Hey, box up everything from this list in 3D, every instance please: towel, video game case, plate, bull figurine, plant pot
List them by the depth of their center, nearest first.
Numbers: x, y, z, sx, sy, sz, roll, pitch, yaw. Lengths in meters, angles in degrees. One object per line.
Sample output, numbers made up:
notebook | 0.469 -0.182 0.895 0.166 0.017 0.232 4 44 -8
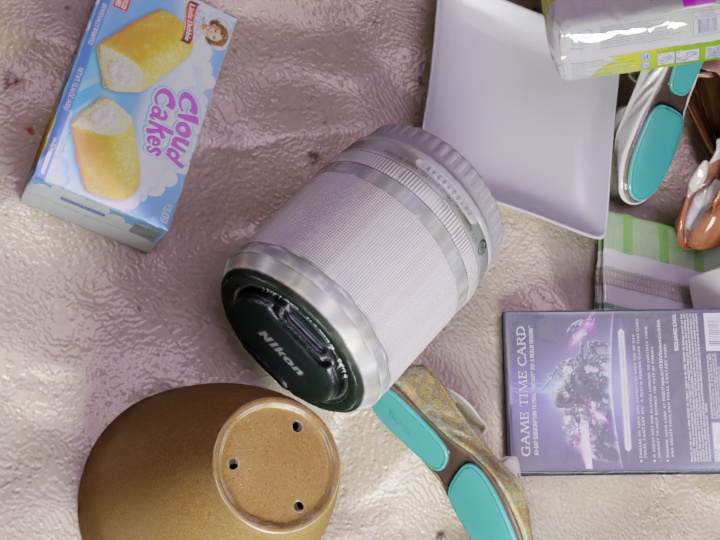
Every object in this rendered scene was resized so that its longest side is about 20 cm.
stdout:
plant pot | -0.091 0.157 1.132 0.185 0.200 0.188 7 71 -22
video game case | 0.223 0.104 1.344 0.198 0.019 0.144 -1 73 1
plate | 0.141 -0.142 1.411 0.198 0.032 0.201 16 69 -23
towel | 0.274 0.054 1.421 0.148 0.031 0.202 14 67 -21
bull figurine | 0.371 -0.082 1.446 0.199 0.122 0.065 -27 51 -32

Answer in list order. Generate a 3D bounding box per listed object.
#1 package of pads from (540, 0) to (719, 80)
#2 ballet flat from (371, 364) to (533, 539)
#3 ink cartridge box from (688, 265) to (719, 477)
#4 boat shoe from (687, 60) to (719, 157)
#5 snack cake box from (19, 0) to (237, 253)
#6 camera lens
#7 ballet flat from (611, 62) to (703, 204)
package of pads | 0.236 -0.260 1.403 0.153 0.069 0.201 -8 44 5
ballet flat | 0.089 0.154 1.266 0.070 0.071 0.200 -30 68 -27
ink cartridge box | 0.385 0.094 1.403 0.146 0.083 0.202 4 73 -37
boat shoe | 0.330 -0.196 1.488 0.067 0.072 0.202 -18 84 -38
snack cake box | -0.184 -0.130 1.254 0.114 0.067 0.202 21 67 -15
camera lens | 0.000 0.000 1.240 0.160 0.160 0.200 47 63 -4
ballet flat | 0.272 -0.160 1.454 0.069 0.069 0.202 19 92 -16
